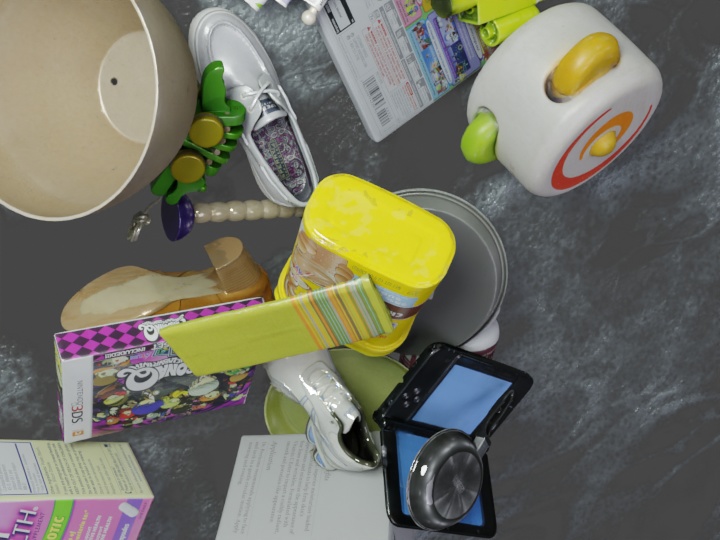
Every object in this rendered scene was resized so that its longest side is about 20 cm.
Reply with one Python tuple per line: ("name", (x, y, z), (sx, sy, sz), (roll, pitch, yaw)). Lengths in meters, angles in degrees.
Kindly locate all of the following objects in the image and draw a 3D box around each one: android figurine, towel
("android figurine", (0.151, -0.323, 0.892), (0.200, 0.041, 0.182), (-25, 126, -30))
("towel", (-0.074, 0.051, 0.813), (0.200, 0.018, 0.086), (-14, 141, 9))

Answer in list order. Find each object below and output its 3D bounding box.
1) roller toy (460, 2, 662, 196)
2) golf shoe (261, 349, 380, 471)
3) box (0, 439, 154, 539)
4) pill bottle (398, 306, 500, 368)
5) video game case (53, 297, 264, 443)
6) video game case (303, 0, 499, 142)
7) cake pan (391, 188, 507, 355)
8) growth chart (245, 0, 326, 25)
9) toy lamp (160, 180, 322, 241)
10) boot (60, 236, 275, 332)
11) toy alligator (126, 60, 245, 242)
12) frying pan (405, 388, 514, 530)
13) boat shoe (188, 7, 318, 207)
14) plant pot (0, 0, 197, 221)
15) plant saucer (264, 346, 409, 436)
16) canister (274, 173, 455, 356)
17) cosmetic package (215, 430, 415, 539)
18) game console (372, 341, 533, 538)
("roller toy", (0.222, -0.177, 0.949), (0.182, 0.140, 0.200), (-14, 148, -45))
("golf shoe", (-0.035, 0.132, 0.963), (0.078, 0.097, 0.200), (-39, 113, -29))
("box", (-0.347, 0.276, 0.929), (0.200, 0.097, 0.176), (11, 112, -38))
("pill bottle", (0.108, 0.101, 1.110), (0.114, 0.114, 0.200), (-6, 122, -31))
("video game case", (-0.202, 0.103, 0.898), (0.200, 0.036, 0.181), (-9, 149, -24))
("video game case", (0.049, -0.257, 0.899), (0.182, 0.022, 0.200), (-37, 132, -8))
("cake pan", (0.066, 0.009, 0.999), (0.200, 0.037, 0.201), (1, 108, 4))
("growth chart", (-0.089, -0.300, 0.767), (0.200, 0.018, 0.145), (23, 103, -33))
("toy lamp", (-0.097, -0.062, 0.903), (0.200, 0.058, 0.058), (-8, 123, -31))
("boot", (-0.186, 0.049, 0.913), (0.201, 0.071, 0.144), (-22, 144, -5))
("toy alligator", (-0.150, -0.098, 0.802), (0.054, 0.059, 0.200), (16, 124, -28))
("frying pan", (0.124, 0.221, 0.998), (0.190, 0.031, 0.115), (-21, 110, -36))
("boat shoe", (-0.093, -0.145, 0.820), (0.072, 0.068, 0.200), (-27, 114, -20))
("plant pot", (-0.208, -0.147, 0.706), (0.201, 0.200, 0.134), (-67, 165, 19))
("plant saucer", (-0.016, 0.164, 1.076), (0.200, 0.031, 0.200), (0, 123, 0))
("canister", (0.000, 0.000, 0.872), (0.087, 0.148, 0.200), (-64, 180, -25))
("cosmetic package", (-0.044, 0.305, 1.052), (0.200, 0.165, 0.165), (-3, 129, 11))
("game console", (0.121, 0.198, 1.020), (0.200, 0.116, 0.176), (22, 111, -43))
